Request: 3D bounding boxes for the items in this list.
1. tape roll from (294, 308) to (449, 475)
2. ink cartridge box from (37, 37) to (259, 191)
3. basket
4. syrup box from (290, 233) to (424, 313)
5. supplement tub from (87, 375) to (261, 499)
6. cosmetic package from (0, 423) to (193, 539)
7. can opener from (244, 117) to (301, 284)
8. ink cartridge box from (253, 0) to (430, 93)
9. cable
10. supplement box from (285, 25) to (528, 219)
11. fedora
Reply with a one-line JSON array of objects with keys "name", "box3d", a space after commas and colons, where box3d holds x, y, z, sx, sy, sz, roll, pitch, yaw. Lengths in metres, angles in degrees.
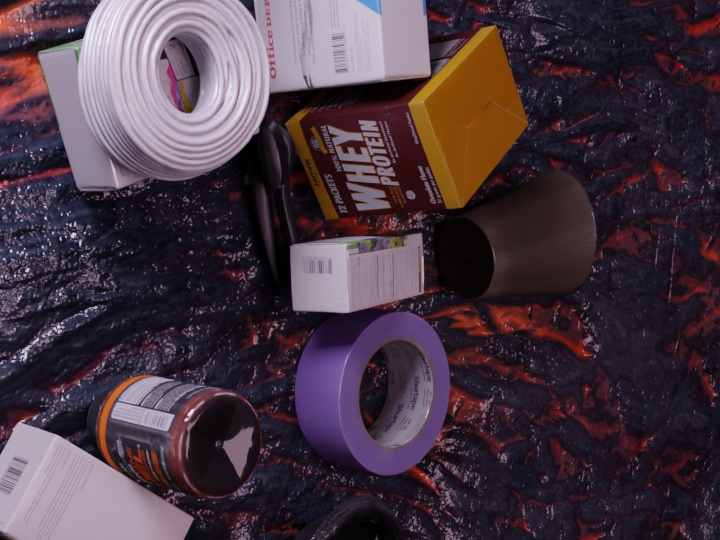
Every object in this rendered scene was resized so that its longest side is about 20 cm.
[{"name": "tape roll", "box3d": [0.017, 0.149, 1.485, 0.198, 0.084, 0.204, -3, 95, -45]}, {"name": "ink cartridge box", "box3d": [-0.215, -0.184, 1.237, 0.199, 0.083, 0.147, -28, 111, -40]}, {"name": "basket", "box3d": [0.212, -0.037, 1.635, 0.198, 0.135, 0.183, -13, 107, -39]}, {"name": "syrup box", "box3d": [0.000, 0.000, 1.427, 0.199, 0.078, 0.083, -13, 102, -60]}, {"name": "supplement tub", "box3d": [-0.196, 0.163, 1.197, 0.106, 0.198, 0.109, -2, 93, -43]}, {"name": "cosmetic package", "box3d": [-0.279, 0.251, 1.201, 0.200, 0.084, 0.109, 44, 64, -37]}, {"name": "can opener", "box3d": [-0.103, -0.080, 1.375, 0.079, 0.062, 0.203, -51, 140, -62]}, {"name": "ink cartridge box", "box3d": [-0.023, -0.282, 1.340, 0.083, 0.198, 0.148, -13, 101, -44]}, {"name": "cable", "box3d": [-0.179, -0.189, 1.165, 0.199, 0.069, 0.203, 30, 72, -41]}, {"name": "supplement box", "box3d": [0.058, -0.173, 1.406, 0.198, 0.198, 0.134, -49, 125, -42]}, {"name": "fedora", "box3d": [-0.034, 0.368, 1.442, 0.199, 0.091, 0.204, -3, 95, -44]}]
